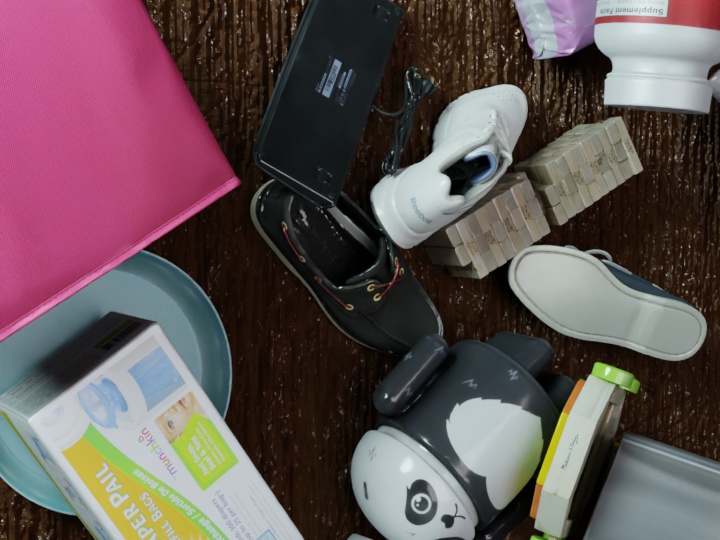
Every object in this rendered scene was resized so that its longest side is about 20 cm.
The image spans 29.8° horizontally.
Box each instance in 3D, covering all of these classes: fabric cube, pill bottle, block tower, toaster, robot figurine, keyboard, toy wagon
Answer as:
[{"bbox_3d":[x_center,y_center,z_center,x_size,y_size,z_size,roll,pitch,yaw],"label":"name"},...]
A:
[{"bbox_3d":[-0.234,-0.094,0.877,0.196,0.200,0.200,-37,110,-22],"label":"fabric cube"},{"bbox_3d":[0.248,-0.229,1.085,0.112,0.112,0.200,2,97,-27],"label":"pill bottle"},{"bbox_3d":[0.146,-0.061,1.156,0.200,0.058,0.054,-32,106,-21],"label":"block tower"},{"bbox_3d":[0.243,0.238,1.104,0.119,0.200,0.181,19,83,16],"label":"toaster"},{"bbox_3d":[0.084,0.137,1.092,0.150,0.125,0.200,42,70,15],"label":"robot figurine"},{"bbox_3d":[-0.006,-0.134,1.060,0.127,0.021,0.200,30,61,-20],"label":"keyboard"},{"bbox_3d":[0.183,0.155,1.103,0.040,0.200,0.155,20,87,17],"label":"toy wagon"}]

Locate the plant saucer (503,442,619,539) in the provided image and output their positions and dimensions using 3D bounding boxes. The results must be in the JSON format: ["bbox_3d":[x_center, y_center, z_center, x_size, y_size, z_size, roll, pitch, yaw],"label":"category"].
[{"bbox_3d":[0.212,0.253,1.216,0.200,0.037,0.200,-2,94,-28],"label":"plant saucer"}]

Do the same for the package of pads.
[{"bbox_3d":[0.216,-0.275,1.169,0.200,0.076,0.121,-29,110,-22],"label":"package of pads"}]

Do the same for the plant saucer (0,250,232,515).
[{"bbox_3d":[-0.192,0.080,1.003,0.200,0.027,0.200,-1,93,-27],"label":"plant saucer"}]

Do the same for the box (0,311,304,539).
[{"bbox_3d":[-0.148,0.143,0.956,0.112,0.101,0.200,-39,109,-21],"label":"box"}]

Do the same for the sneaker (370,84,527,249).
[{"bbox_3d":[0.092,-0.090,1.094,0.075,0.087,0.200,52,49,-16],"label":"sneaker"}]

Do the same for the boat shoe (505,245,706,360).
[{"bbox_3d":[0.210,0.022,1.187,0.200,0.062,0.075,15,101,-18],"label":"boat shoe"}]

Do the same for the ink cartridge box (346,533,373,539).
[{"bbox_3d":[0.055,0.295,1.044,0.085,0.200,0.146,-44,111,-24],"label":"ink cartridge box"}]

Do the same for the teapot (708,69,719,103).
[{"bbox_3d":[0.432,-0.121,1.252,0.197,0.200,0.146,-20,59,7],"label":"teapot"}]

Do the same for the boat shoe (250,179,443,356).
[{"bbox_3d":[-0.002,0.002,1.080,0.201,0.063,0.074,45,70,-23],"label":"boat shoe"}]
